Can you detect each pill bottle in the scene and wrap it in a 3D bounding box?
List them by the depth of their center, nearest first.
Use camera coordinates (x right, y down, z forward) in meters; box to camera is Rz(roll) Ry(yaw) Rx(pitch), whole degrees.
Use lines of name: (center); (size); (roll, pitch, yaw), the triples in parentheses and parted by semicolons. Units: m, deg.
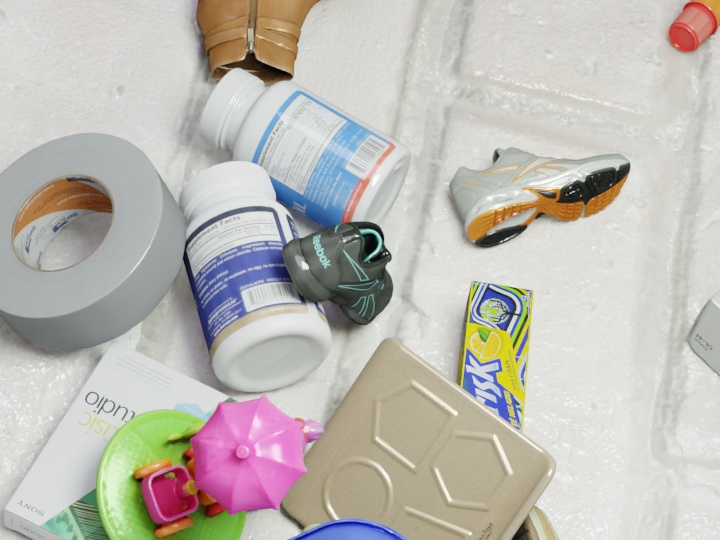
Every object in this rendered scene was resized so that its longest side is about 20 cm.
pill bottle: (-0.105, 0.003, 1.638); (0.114, 0.116, 0.202); (-9, 57, -15)
pill bottle: (-0.058, -0.120, 1.733); (0.199, 0.113, 0.112); (31, 57, 13)

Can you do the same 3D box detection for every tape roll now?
tape roll: (-0.267, -0.028, 1.621); (0.198, 0.066, 0.202); (-8, 57, 13)

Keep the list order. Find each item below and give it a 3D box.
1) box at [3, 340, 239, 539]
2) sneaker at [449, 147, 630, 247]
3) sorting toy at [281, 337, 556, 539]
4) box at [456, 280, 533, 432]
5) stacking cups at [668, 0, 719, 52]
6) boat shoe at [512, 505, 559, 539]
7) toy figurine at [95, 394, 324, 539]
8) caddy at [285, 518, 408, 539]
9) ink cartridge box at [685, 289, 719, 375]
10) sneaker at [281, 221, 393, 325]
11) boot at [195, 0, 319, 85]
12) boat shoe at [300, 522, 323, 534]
box: (-0.209, 0.174, 1.554); (0.143, 0.036, 0.201); (24, 57, 7)
sneaker: (0.183, -0.098, 1.782); (0.198, 0.076, 0.092); (-16, 55, -20)
sorting toy: (0.050, 0.189, 1.537); (0.199, 0.036, 0.186); (36, 97, 18)
box: (0.122, 0.113, 1.626); (0.063, 0.070, 0.202); (8, 55, 0)
stacking cups: (0.421, -0.319, 1.985); (0.060, 0.061, 0.200); (35, 63, 15)
boat shoe: (0.178, 0.300, 1.518); (0.075, 0.072, 0.202); (-1, 65, -24)
toy figurine: (-0.097, 0.164, 1.460); (0.199, 0.183, 0.152); (-17, 83, -39)
caddy: (-0.032, 0.290, 1.420); (0.198, 0.105, 0.143); (-24, 100, 13)
ink cartridge box: (0.447, 0.046, 1.716); (0.199, 0.086, 0.148); (-35, 67, -29)
sneaker: (0.000, 0.000, 1.618); (0.079, 0.200, 0.076); (-30, 74, 15)
boot: (-0.077, -0.271, 1.860); (0.197, 0.074, 0.156); (-8, 55, 0)
boat shoe: (0.014, 0.300, 1.483); (0.200, 0.073, 0.063); (43, 55, 11)
